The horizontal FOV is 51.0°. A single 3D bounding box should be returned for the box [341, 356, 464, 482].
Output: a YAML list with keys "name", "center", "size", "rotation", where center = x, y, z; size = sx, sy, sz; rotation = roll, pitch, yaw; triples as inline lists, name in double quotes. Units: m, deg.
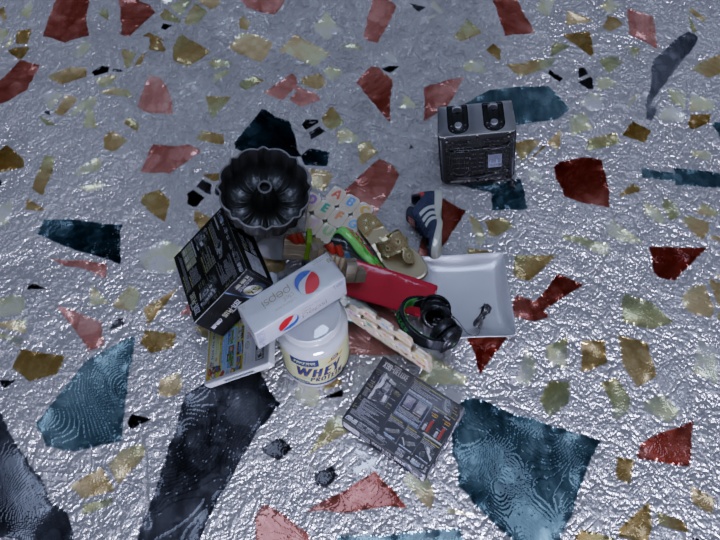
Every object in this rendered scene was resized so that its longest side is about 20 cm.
- name: "box"
  center: [0.083, 0.289, 1.488]
  size: [0.197, 0.050, 0.159]
  rotation: [30, 65, 16]

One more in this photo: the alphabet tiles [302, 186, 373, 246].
- name: "alphabet tiles"
  center: [-0.065, -0.100, 1.728]
  size: [0.197, 0.015, 0.197]
  rotation: [30, 66, 17]

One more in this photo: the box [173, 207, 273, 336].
- name: "box"
  center: [-0.287, 0.001, 1.572]
  size: [0.163, 0.086, 0.202]
  rotation: [-43, 48, 14]

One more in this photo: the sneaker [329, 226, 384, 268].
- name: "sneaker"
  center: [0.000, 0.000, 1.643]
  size: [0.083, 0.076, 0.202]
  rotation: [-40, 75, 16]

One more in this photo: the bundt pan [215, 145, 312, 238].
- name: "bundt pan"
  center: [-0.201, -0.154, 1.575]
  size: [0.196, 0.076, 0.207]
  rotation: [4, 62, -7]

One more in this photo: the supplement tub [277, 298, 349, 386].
- name: "supplement tub"
  center: [-0.093, 0.128, 1.495]
  size: [0.141, 0.201, 0.148]
  rotation: [-1, 60, 1]

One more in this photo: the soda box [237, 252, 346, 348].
- name: "soda box"
  center: [-0.123, 0.054, 1.385]
  size: [0.197, 0.064, 0.069]
  rotation: [-32, 64, -15]

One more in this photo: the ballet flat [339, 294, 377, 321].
- name: "ballet flat"
  center: [-0.060, 0.065, 1.599]
  size: [0.194, 0.070, 0.071]
  rotation: [8, 61, 7]

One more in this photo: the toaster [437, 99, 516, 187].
- name: "toaster"
  center: [0.268, -0.289, 1.736]
  size: [0.176, 0.202, 0.121]
  rotation: [-3, 57, 8]

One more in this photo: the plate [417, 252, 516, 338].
- name: "plate"
  center: [0.224, 0.059, 1.623]
  size: [0.194, 0.033, 0.204]
  rotation: [-3, 60, 0]

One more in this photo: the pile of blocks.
- name: "pile of blocks"
  center: [-0.071, -0.044, 1.542]
  size: [0.196, 0.063, 0.083]
  rotation: [22, 39, 9]

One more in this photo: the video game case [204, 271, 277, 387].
- name: "video game case"
  center: [-0.245, 0.122, 1.550]
  size: [0.179, 0.023, 0.205]
  rotation: [-21, 56, 30]

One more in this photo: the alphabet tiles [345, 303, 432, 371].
- name: "alphabet tiles"
  center: [0.056, 0.133, 1.492]
  size: [0.198, 0.196, 0.015]
  rotation: [33, 76, 17]

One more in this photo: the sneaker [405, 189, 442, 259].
- name: "sneaker"
  center: [0.141, -0.101, 1.684]
  size: [0.082, 0.076, 0.203]
  rotation: [1, 42, 4]

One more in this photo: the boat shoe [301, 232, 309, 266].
- name: "boat shoe"
  center: [-0.088, -0.021, 1.615]
  size: [0.066, 0.075, 0.200]
  rotation: [-2, 26, -11]

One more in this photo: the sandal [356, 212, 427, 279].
- name: "sandal"
  center: [0.062, -0.064, 1.647]
  size: [0.077, 0.070, 0.212]
  rotation: [-38, 62, -14]

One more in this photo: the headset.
- name: "headset"
  center: [0.168, 0.096, 1.515]
  size: [0.196, 0.095, 0.125]
  rotation: [6, 41, -29]

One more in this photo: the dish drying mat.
- name: "dish drying mat"
  center: [0.061, 0.039, 1.581]
  size: [0.195, 0.018, 0.079]
  rotation: [17, 83, -3]

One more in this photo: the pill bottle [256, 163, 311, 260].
- name: "pill bottle"
  center: [-0.174, -0.133, 1.678]
  size: [0.111, 0.115, 0.205]
  rotation: [5, 61, 4]
